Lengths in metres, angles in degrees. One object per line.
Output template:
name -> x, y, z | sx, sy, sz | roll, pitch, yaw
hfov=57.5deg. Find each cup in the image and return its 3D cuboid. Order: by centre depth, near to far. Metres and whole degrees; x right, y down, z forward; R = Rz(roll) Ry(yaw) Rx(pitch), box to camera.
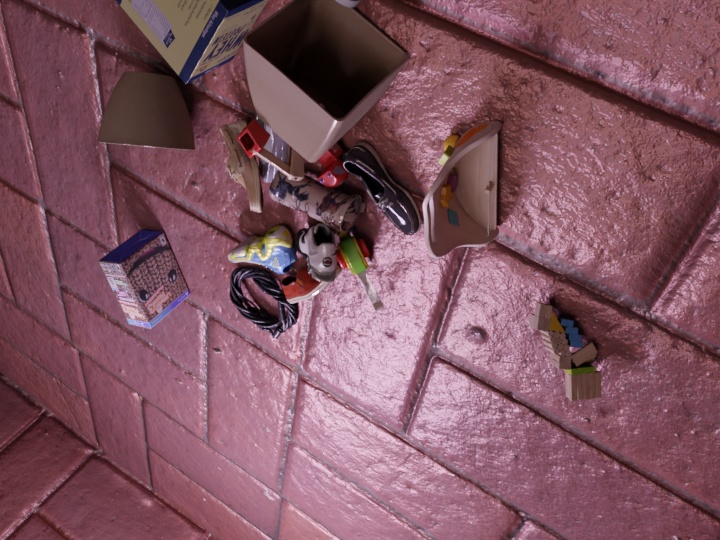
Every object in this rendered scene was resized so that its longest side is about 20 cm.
cup -> -0.443, -0.333, 1.370 | 0.196, 0.199, 0.147 | 11, 103, 31

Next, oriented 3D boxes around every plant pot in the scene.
plant pot -> -0.072, -0.307, 1.091 | 0.199, 0.201, 0.178 | 40, 150, 4

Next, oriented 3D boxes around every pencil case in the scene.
pencil case -> -0.089, -0.144, 1.294 | 0.197, 0.089, 0.080 | 26, 108, 24

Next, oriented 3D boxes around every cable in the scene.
cable -> -0.244, 0.073, 1.611 | 0.201, 0.051, 0.162 | 50, 138, -5

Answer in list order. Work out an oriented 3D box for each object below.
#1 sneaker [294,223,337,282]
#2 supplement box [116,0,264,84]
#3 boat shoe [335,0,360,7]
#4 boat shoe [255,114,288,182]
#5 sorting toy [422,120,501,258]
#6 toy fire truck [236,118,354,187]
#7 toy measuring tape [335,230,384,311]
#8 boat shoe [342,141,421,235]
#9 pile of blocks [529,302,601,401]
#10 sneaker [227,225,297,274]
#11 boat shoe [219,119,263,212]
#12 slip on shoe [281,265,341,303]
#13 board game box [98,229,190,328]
sneaker -> -0.083, -0.060, 1.326 | 0.200, 0.072, 0.091 | -127, 43, -58
supplement box -> -0.294, -0.486, 1.153 | 0.201, 0.134, 0.199 | 49, 138, -5
boat shoe -> -0.045, -0.506, 0.987 | 0.090, 0.071, 0.202 | -23, 104, 50
boat shoe -> -0.172, -0.264, 1.289 | 0.071, 0.071, 0.202 | 54, 147, 26
sorting toy -> 0.150, -0.116, 1.058 | 0.105, 0.180, 0.204 | 14, 130, 28
toy fire truck -> -0.112, -0.214, 1.196 | 0.200, 0.142, 0.048 | 46, 147, -16
toy measuring tape -> 0.000, 0.000, 1.341 | 0.073, 0.073, 0.204 | -13, 108, 43
boat shoe -> 0.037, -0.139, 1.216 | 0.072, 0.063, 0.202 | -27, 104, 46
pile of blocks -> 0.371, 0.139, 1.187 | 0.203, 0.081, 0.062 | 62, 179, -6
sneaker -> -0.220, -0.028, 1.496 | 0.197, 0.076, 0.106 | -16, 112, 43
boat shoe -> -0.236, -0.205, 1.305 | 0.072, 0.063, 0.205 | 105, 151, -70
slip on shoe -> -0.114, 0.022, 1.459 | 0.198, 0.074, 0.062 | -20, 106, 50
board game box -> -0.570, 0.021, 1.745 | 0.095, 0.160, 0.204 | 6, 127, 33
